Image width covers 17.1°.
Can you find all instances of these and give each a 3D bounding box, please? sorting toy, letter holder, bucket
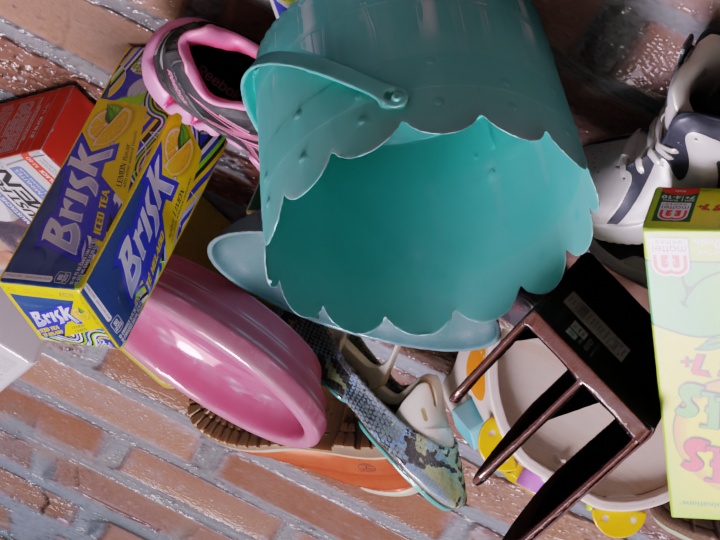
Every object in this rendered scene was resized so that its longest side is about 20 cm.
[{"bbox_3d":[0.134,0.118,1.739,0.199,0.107,0.180,31,169,-12],"label":"sorting toy"},{"bbox_3d":[0.112,0.087,1.484,0.101,0.200,0.142,45,107,3],"label":"letter holder"},{"bbox_3d":[0.030,-0.071,1.376,0.205,0.136,0.208,-7,146,-5],"label":"bucket"}]

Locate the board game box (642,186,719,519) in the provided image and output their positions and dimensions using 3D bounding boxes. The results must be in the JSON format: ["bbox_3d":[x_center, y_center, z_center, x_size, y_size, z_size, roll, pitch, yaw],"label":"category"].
[{"bbox_3d":[0.223,0.051,1.373,0.101,0.048,0.201,1,122,18],"label":"board game box"}]

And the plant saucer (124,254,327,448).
[{"bbox_3d":[-0.103,0.050,1.685,0.200,0.051,0.201,31,163,10],"label":"plant saucer"}]

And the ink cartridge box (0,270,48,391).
[{"bbox_3d":[-0.341,0.036,1.932,0.146,0.086,0.200,33,151,-15],"label":"ink cartridge box"}]

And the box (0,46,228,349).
[{"bbox_3d":[-0.152,-0.049,1.541,0.070,0.201,0.064,5,145,31],"label":"box"}]

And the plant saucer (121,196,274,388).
[{"bbox_3d":[-0.140,0.025,1.808,0.199,0.049,0.200,-11,135,45],"label":"plant saucer"}]

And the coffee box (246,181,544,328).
[{"bbox_3d":[0.033,-0.013,1.624,0.199,0.044,0.123,5,146,30],"label":"coffee box"}]

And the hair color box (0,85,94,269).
[{"bbox_3d":[-0.245,-0.062,1.730,0.199,0.064,0.111,-8,138,45],"label":"hair color box"}]

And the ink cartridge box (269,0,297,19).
[{"bbox_3d":[-0.017,-0.188,1.390,0.094,0.037,0.200,12,151,23],"label":"ink cartridge box"}]

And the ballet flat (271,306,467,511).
[{"bbox_3d":[0.018,0.083,1.722,0.200,0.074,0.074,45,151,6],"label":"ballet flat"}]

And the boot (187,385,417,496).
[{"bbox_3d":[-0.038,0.133,1.888,0.199,0.075,0.107,9,152,23],"label":"boot"}]

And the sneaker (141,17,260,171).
[{"bbox_3d":[-0.043,-0.096,1.494,0.199,0.079,0.095,28,168,-9],"label":"sneaker"}]

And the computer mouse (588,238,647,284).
[{"bbox_3d":[0.208,-0.002,1.480,0.199,0.110,0.044,25,108,9],"label":"computer mouse"}]

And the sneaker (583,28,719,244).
[{"bbox_3d":[0.181,-0.085,1.371,0.198,0.080,0.130,3,141,36],"label":"sneaker"}]

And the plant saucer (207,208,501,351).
[{"bbox_3d":[0.000,0.000,1.554,0.198,0.036,0.200,15,164,4],"label":"plant saucer"}]

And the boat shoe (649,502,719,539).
[{"bbox_3d":[0.307,0.182,1.723,0.199,0.072,0.076,6,158,28],"label":"boat shoe"}]
